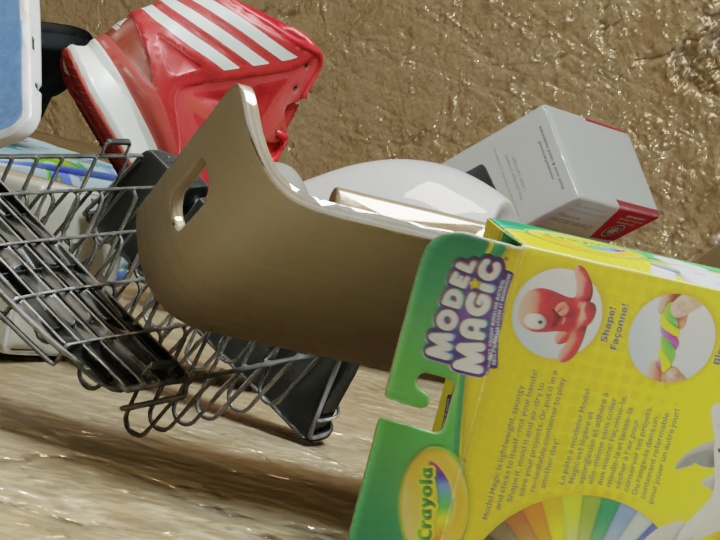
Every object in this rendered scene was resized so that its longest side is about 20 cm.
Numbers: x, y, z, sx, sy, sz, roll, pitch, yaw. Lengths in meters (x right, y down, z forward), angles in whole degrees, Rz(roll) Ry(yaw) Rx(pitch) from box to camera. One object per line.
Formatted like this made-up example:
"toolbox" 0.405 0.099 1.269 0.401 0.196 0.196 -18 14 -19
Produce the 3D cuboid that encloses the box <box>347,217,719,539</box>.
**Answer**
"box" 0.099 0.056 0.704 0.199 0.118 0.048 12 10 -16

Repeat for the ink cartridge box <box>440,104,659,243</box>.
"ink cartridge box" 0.111 -0.041 1.696 0.200 0.084 0.145 -29 -20 28

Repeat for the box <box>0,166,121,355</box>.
"box" -0.218 -0.021 1.008 0.199 0.078 0.095 14 2 20

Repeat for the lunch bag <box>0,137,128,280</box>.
"lunch bag" -0.241 -0.045 1.259 0.199 0.083 0.160 16 4 38

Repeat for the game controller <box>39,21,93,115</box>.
"game controller" -0.244 -0.113 1.172 0.199 0.042 0.104 1 -31 -43

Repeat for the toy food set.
"toy food set" 0.029 -0.011 0.778 0.199 0.061 0.143 12 -21 -17

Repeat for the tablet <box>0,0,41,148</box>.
"tablet" -0.226 -0.078 0.930 0.199 0.131 0.014 -20 -35 18

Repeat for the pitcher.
"pitcher" 0.000 0.000 1.315 0.199 0.122 0.172 3 -15 21

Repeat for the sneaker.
"sneaker" -0.048 -0.045 1.023 0.200 0.115 0.078 61 -8 -28

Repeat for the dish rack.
"dish rack" -0.095 0.008 0.867 0.153 0.055 0.200 42 22 21
